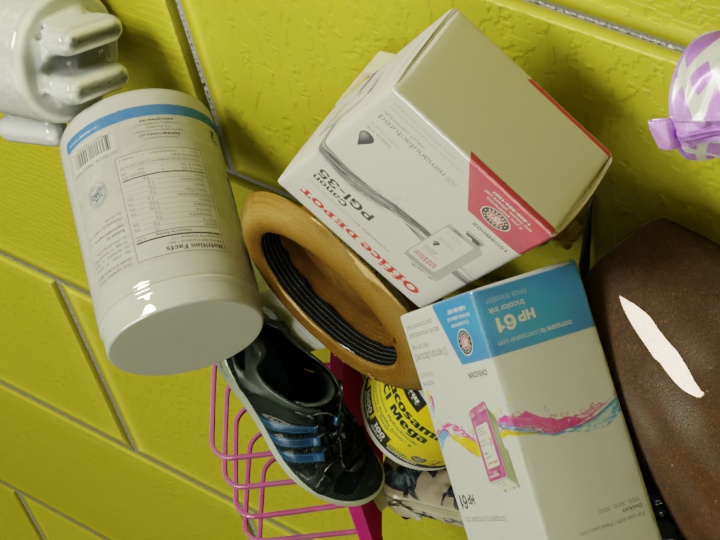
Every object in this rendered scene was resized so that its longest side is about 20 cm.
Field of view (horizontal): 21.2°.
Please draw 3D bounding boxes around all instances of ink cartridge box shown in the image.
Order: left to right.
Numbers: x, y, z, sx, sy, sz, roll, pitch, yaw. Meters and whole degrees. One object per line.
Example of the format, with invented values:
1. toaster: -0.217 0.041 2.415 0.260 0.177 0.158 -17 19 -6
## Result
1. ink cartridge box: 0.053 -0.068 1.301 0.147 0.083 0.200 41 152 -8
2. ink cartridge box: 0.114 0.107 1.312 0.145 0.085 0.200 155 97 -70

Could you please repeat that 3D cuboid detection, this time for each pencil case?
1. pencil case: 0.109 0.201 1.729 0.200 0.089 0.078 7 140 44
2. pencil case: 0.269 -0.090 1.088 0.200 0.086 0.084 10 143 45

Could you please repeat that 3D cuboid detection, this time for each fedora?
1. fedora: 0.000 0.000 1.465 0.201 0.082 0.201 37 157 19

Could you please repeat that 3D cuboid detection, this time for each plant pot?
1. plant pot: 0.238 0.067 1.293 0.200 0.187 0.187 49 156 16

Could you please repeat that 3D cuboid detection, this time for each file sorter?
1. file sorter: -0.057 0.167 1.774 0.125 0.139 0.200 -7 140 8

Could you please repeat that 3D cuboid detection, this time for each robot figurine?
1. robot figurine: -0.280 -0.184 1.583 0.200 0.113 0.170 13 114 40

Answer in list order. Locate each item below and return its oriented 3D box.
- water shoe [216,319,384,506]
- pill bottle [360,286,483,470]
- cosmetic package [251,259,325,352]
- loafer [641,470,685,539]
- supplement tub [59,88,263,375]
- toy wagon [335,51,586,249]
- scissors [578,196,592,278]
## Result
1. water shoe: -0.042 0.122 1.587 0.200 0.072 0.079 48 153 -19
2. pill bottle: 0.079 0.085 1.559 0.112 0.112 0.200 38 153 0
3. cosmetic package: -0.067 0.020 1.651 0.071 0.101 0.200 46 153 -15
4. loafer: 0.192 0.148 1.397 0.201 0.068 0.070 46 -166 27
5. supplement tub: -0.160 -0.032 1.538 0.132 0.132 0.200 106 151 -61
6. toy wagon: 0.075 -0.077 1.395 0.200 0.040 0.155 40 153 -3
7. scissors: 0.167 0.017 1.442 0.014 0.073 0.200 34 130 31
